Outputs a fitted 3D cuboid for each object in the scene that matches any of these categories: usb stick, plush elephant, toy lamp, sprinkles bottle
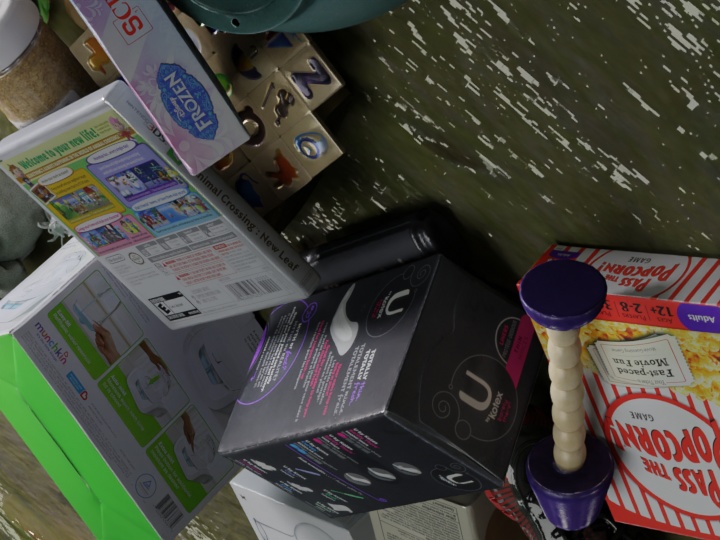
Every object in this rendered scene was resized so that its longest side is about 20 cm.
[{"bbox_3d":[0.000,0.000,1.369,0.055,0.033,0.200,52,145,-15],"label":"usb stick"},{"bbox_3d":[-0.325,-0.013,1.581,0.200,0.155,0.165,12,135,39],"label":"plush elephant"},{"bbox_3d":[0.127,0.082,1.225,0.058,0.058,0.200,23,139,28],"label":"toy lamp"},{"bbox_3d":[-0.204,-0.111,1.380,0.068,0.068,0.200,7,150,42],"label":"sprinkles bottle"}]

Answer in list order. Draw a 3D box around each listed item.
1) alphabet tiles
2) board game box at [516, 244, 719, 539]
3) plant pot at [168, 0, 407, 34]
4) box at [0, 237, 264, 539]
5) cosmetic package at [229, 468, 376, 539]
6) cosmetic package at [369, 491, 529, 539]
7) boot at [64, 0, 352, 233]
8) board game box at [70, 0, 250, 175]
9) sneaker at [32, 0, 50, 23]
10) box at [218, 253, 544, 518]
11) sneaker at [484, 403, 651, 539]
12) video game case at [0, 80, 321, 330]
[{"bbox_3d":[-0.100,-0.110,1.281,0.166,0.006,0.200,52,132,-4],"label":"alphabet tiles"},{"bbox_3d":[0.198,0.080,1.237,0.151,0.046,0.200,5,131,44],"label":"board game box"},{"bbox_3d":[-0.045,-0.208,1.073,0.200,0.134,0.200,20,133,23],"label":"plant pot"},{"bbox_3d":[-0.166,0.074,1.493,0.097,0.176,0.200,-11,119,50],"label":"box"},{"bbox_3d":[-0.008,0.248,1.618,0.151,0.052,0.200,16,138,49],"label":"cosmetic package"},{"bbox_3d":[0.072,0.203,1.480,0.105,0.071,0.200,20,140,32],"label":"cosmetic package"},{"bbox_3d":[-0.111,-0.121,1.331,0.200,0.066,0.175,37,134,9],"label":"boot"},{"bbox_3d":[-0.141,-0.161,1.144,0.200,0.041,0.200,56,-179,-14],"label":"board game box"},{"bbox_3d":[-0.258,-0.214,1.357,0.077,0.084,0.200,29,144,25],"label":"sneaker"},{"bbox_3d":[0.015,0.081,1.337,0.106,0.122,0.200,33,152,-25],"label":"box"},{"bbox_3d":[0.145,0.170,1.352,0.201,0.071,0.098,58,167,-23],"label":"sneaker"},{"bbox_3d":[-0.138,-0.037,1.318,0.182,0.022,0.200,45,153,-18],"label":"video game case"}]
